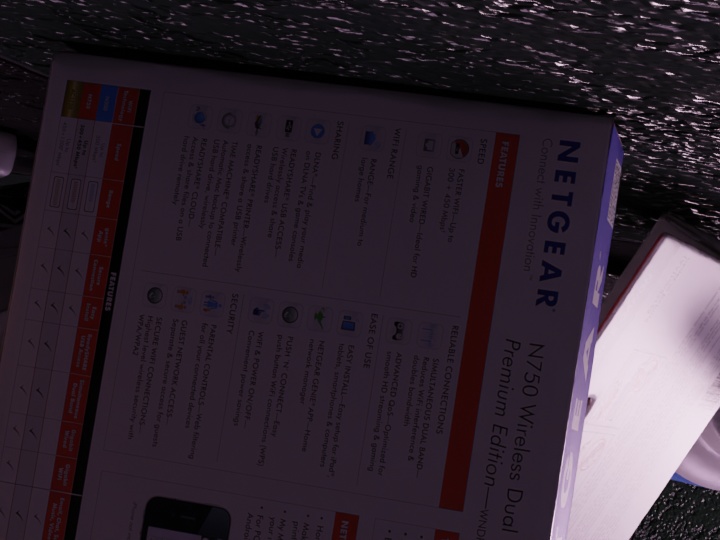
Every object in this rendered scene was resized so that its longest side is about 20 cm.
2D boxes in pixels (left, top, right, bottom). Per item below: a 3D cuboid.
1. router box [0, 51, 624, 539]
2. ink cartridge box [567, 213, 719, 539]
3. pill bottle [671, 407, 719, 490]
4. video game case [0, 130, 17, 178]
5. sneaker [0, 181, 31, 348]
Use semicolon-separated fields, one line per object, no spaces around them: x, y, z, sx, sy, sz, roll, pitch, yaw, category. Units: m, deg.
-0.022;0.044;0.539;0.178;0.201;0.049;9;175;13;router box
0.084;0.070;0.711;0.043;0.201;0.173;38;-169;30;ink cartridge box
0.194;0.064;0.961;0.112;0.113;0.200;10;177;-6;pill bottle
-0.280;-0.068;0.862;0.199;0.024;0.182;10;177;-18;video game case
-0.168;0.014;0.854;0.199;0.116;0.075;-9;-177;-39;sneaker
